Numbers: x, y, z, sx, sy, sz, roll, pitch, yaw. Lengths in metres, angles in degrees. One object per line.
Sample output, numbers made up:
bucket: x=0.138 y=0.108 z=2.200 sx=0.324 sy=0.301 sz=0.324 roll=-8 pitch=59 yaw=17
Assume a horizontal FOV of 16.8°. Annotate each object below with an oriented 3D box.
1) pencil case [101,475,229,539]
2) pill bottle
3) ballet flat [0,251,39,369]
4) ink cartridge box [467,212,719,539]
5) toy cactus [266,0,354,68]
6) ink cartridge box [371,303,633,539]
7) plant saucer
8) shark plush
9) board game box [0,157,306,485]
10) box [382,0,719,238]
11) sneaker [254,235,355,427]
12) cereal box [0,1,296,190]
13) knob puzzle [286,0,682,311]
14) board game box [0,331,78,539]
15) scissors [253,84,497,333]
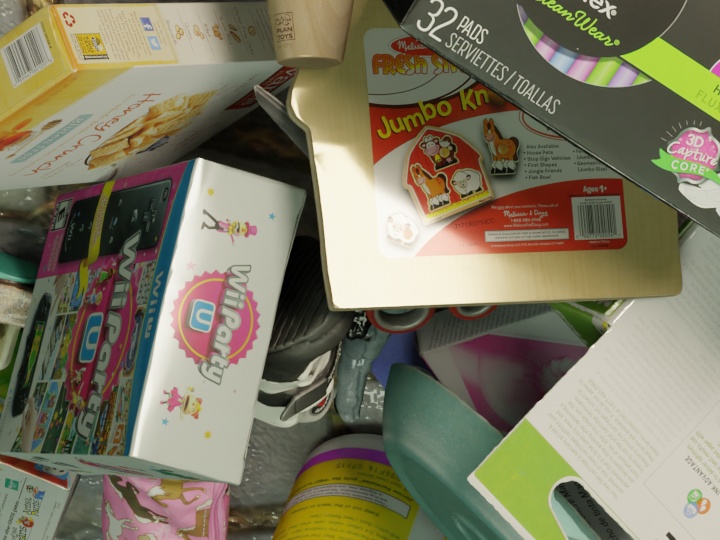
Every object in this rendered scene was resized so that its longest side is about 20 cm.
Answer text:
pencil case: x=-0.111 y=0.146 z=1.440 sx=0.086 sy=0.083 sz=0.201 roll=3 pitch=134 yaw=-1
pill bottle: x=-0.013 y=0.195 z=1.377 sx=0.104 sy=0.201 sz=0.105 roll=11 pitch=134 yaw=12
ballet flat: x=-0.179 y=0.029 z=1.368 sx=0.199 sy=0.068 sz=0.068 roll=14 pitch=97 yaw=5
ink cartridge box: x=0.150 y=0.067 z=1.231 sx=0.200 sy=0.076 sz=0.148 roll=-46 pitch=113 yaw=-7
toy cactus: x=-0.025 y=-0.178 z=1.106 sx=0.199 sy=0.166 sz=0.102 roll=-4 pitch=174 yaw=29
ink cartridge box: x=0.121 y=0.092 z=1.363 sx=0.199 sy=0.043 sz=0.197 roll=-20 pitch=122 yaw=27
plant saucer: x=0.074 y=0.135 z=1.312 sx=0.200 sy=0.036 sz=0.200 roll=44 pitch=168 yaw=12
shark plush: x=0.000 y=0.000 z=1.289 sx=0.090 sy=0.084 sz=0.200 roll=25 pitch=132 yaw=-6
board game box: x=-0.110 y=0.029 z=1.228 sx=0.064 sy=0.149 sz=0.200 roll=17 pitch=169 yaw=-26
box: x=0.131 y=-0.123 z=1.086 sx=0.199 sy=0.124 sz=0.149 roll=31 pitch=99 yaw=-11
sneaker: x=-0.036 y=0.039 z=1.262 sx=0.088 sy=0.074 sz=0.200 roll=40 pitch=161 yaw=-17
cereal box: x=-0.126 y=-0.084 z=1.193 sx=0.144 sy=0.199 sz=0.040 roll=-30 pitch=78 yaw=34
knob puzzle: x=0.058 y=-0.083 z=1.164 sx=0.219 sy=0.221 sz=0.030 roll=29 pitch=166 yaw=-10
board game box: x=-0.258 y=0.086 z=1.423 sx=0.199 sy=0.103 sz=0.105 roll=22 pitch=132 yaw=-4
scissors: x=0.013 y=-0.035 z=1.191 sx=0.073 sy=0.014 sz=0.200 roll=-18 pitch=135 yaw=10
